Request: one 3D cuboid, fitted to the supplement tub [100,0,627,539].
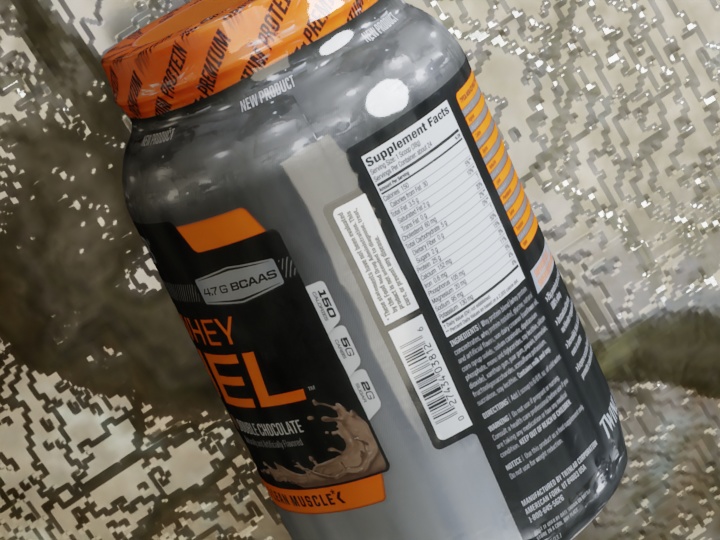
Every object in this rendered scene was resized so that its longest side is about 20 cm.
[{"bbox_3d":[0.000,0.000,0.621,0.122,0.123,0.201,-26,104,-1],"label":"supplement tub"}]
